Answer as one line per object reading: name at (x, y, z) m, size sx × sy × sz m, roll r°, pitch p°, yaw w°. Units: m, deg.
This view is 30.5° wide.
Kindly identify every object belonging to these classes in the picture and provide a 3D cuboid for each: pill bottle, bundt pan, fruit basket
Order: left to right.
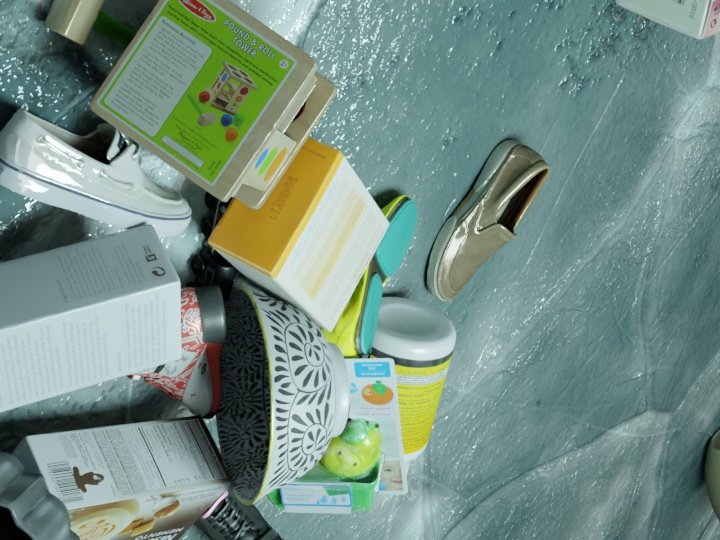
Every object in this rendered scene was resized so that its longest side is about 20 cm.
bundt pan at (-0.312, 0.224, 1.076) m, size 0.076 × 0.201 × 0.202 m, roll -48°, pitch 153°, yaw -58°
fruit basket at (-0.049, 0.166, 1.352) m, size 0.200 × 0.185 × 0.094 m, roll 82°, pitch 11°, yaw -45°
pill bottle at (0.031, 0.140, 1.459) m, size 0.112 × 0.112 × 0.200 m, roll -13°, pitch 126°, yaw -43°

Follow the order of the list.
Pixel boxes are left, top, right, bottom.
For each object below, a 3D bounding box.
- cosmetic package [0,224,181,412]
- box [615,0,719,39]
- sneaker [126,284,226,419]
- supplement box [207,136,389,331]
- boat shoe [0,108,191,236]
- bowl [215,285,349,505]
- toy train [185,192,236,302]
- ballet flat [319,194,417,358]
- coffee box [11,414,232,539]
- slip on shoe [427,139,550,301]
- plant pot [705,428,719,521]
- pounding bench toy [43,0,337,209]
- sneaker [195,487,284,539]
cosmetic package at (-0.247, 0.043, 1.045) m, size 0.200 × 0.071 × 0.102 m, roll -16°, pitch 141°, yaw -21°
box at (0.406, -0.355, 1.504) m, size 0.200 × 0.128 × 0.109 m, roll -24°, pitch 134°, yaw -36°
sneaker at (-0.184, 0.080, 1.218) m, size 0.108 × 0.067 × 0.202 m, roll -6°, pitch 150°, yaw -12°
supplement box at (-0.052, -0.035, 1.213) m, size 0.126 × 0.073 × 0.200 m, roll -61°, pitch 160°, yaw -9°
boat shoe at (-0.205, -0.082, 1.062) m, size 0.200 × 0.071 × 0.070 m, roll 18°, pitch 105°, yaw -46°
bowl at (-0.067, 0.113, 1.223) m, size 0.094 × 0.201 × 0.201 m, roll -1°, pitch 120°, yaw -19°
toy train at (-0.120, -0.051, 1.198) m, size 0.034 × 0.046 × 0.200 m, roll -10°, pitch 123°, yaw -45°
ballet flat at (0.000, 0.000, 1.346) m, size 0.067 × 0.067 × 0.200 m, roll 68°, pitch 35°, yaw -50°
coffee box at (-0.233, 0.203, 1.203) m, size 0.200 × 0.080 × 0.114 m, roll 0°, pitch 142°, yaw -49°
slip on shoe at (0.146, -0.049, 1.492) m, size 0.200 × 0.061 × 0.076 m, roll -58°, pitch 144°, yaw 2°
plant pot at (0.692, 0.343, 2.338) m, size 0.200 × 0.200 × 0.135 m, roll -40°, pitch 106°, yaw -21°
pounding bench toy at (-0.139, -0.156, 1.044) m, size 0.124 × 0.200 × 0.156 m, roll -56°, pitch 175°, yaw 3°
sneaker at (-0.127, 0.269, 1.388) m, size 0.071 × 0.099 × 0.200 m, roll -44°, pitch 141°, yaw -14°
